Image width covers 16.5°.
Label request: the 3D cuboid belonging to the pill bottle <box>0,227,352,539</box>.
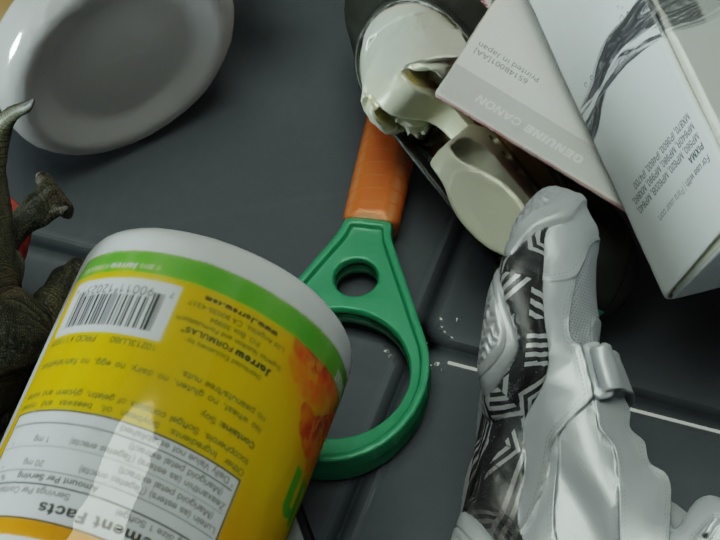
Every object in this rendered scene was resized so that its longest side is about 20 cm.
[{"bbox_3d":[-0.085,0.096,0.902,0.110,0.111,0.201,14,62,15],"label":"pill bottle"}]

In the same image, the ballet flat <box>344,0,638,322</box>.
[{"bbox_3d":[0.045,-0.062,1.042,0.068,0.068,0.200,-48,64,23],"label":"ballet flat"}]

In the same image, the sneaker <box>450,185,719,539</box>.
[{"bbox_3d":[0.097,0.071,0.945,0.114,0.075,0.202,8,77,6],"label":"sneaker"}]

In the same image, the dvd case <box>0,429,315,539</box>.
[{"bbox_3d":[-0.130,0.090,0.994,0.199,0.018,0.143,-21,55,-3],"label":"dvd case"}]

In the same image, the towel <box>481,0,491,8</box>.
[{"bbox_3d":[0.126,-0.129,1.133,0.199,0.030,0.147,-21,56,-10],"label":"towel"}]

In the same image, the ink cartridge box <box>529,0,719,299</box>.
[{"bbox_3d":[0.155,-0.104,0.984,0.143,0.084,0.201,-13,67,-24],"label":"ink cartridge box"}]

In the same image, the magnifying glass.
[{"bbox_3d":[0.000,0.000,1.058,0.079,0.022,0.201,6,57,10],"label":"magnifying glass"}]

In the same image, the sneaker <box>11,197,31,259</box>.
[{"bbox_3d":[-0.229,0.035,1.020,0.199,0.079,0.116,-14,52,11],"label":"sneaker"}]

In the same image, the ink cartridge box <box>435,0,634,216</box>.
[{"bbox_3d":[0.145,-0.073,1.039,0.199,0.045,0.177,32,59,1],"label":"ink cartridge box"}]

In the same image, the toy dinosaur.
[{"bbox_3d":[-0.145,0.026,0.952,0.077,0.200,0.102,37,42,3],"label":"toy dinosaur"}]

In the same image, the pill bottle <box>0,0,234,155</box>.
[{"bbox_3d":[-0.149,-0.158,1.127,0.114,0.115,0.200,-26,56,-14],"label":"pill bottle"}]
